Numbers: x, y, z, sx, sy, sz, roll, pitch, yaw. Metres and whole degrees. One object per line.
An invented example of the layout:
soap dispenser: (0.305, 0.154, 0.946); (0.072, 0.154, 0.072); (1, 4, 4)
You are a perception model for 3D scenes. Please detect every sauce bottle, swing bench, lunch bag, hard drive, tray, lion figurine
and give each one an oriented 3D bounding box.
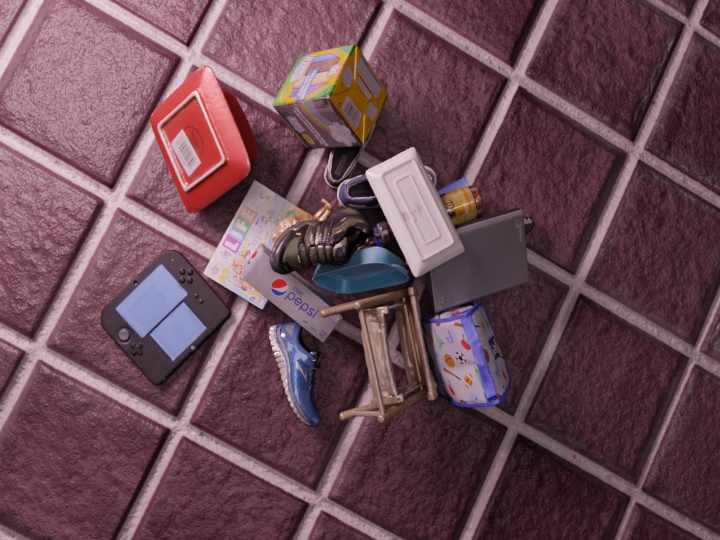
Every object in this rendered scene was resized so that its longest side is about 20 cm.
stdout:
sauce bottle: (0.126, -0.095, 1.054); (0.194, 0.066, 0.068); (-21, 90, -9)
swing bench: (0.052, 0.145, 1.060); (0.195, 0.128, 0.207); (-12, 89, -39)
lunch bag: (0.196, 0.152, 1.077); (0.120, 0.200, 0.176); (-20, 89, -7)
hard drive: (0.211, -0.020, 1.063); (0.193, 0.033, 0.144); (-16, 111, -11)
tray: (0.096, -0.104, 1.001); (0.105, 0.022, 0.205); (-26, 86, -11)
lion figurine: (-0.065, -0.054, 1.104); (0.197, 0.072, 0.124); (34, 95, -30)

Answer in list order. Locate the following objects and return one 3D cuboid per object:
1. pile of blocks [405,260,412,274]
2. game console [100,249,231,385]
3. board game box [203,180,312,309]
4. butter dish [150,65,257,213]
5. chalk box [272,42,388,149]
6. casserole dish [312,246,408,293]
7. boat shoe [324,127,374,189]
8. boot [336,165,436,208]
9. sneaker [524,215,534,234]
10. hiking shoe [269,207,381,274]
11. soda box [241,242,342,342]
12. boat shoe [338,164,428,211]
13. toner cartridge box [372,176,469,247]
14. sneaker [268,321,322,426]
pile of blocks: (0.145, -0.052, 1.128); (0.196, 0.062, 0.085); (-23, 90, -38)
game console: (-0.369, 0.085, 1.101); (0.199, 0.031, 0.178); (-43, 92, -6)
board game box: (-0.196, -0.049, 1.124); (0.132, 0.034, 0.205); (29, 85, -4)
butter dish: (-0.263, -0.240, 1.078); (0.196, 0.147, 0.206); (-24, 92, 34)
chalk box: (-0.070, -0.315, 1.080); (0.124, 0.196, 0.127); (44, 65, -42)
casserole dish: (0.000, 0.000, 1.080); (0.195, 0.120, 0.040); (-12, 65, 34)
boat shoe: (-0.018, -0.261, 1.138); (0.070, 0.068, 0.206); (24, 85, -5)
boot: (0.056, -0.150, 1.062); (0.193, 0.090, 0.076); (-14, 96, -9)
sneaker: (0.275, -0.047, 1.148); (0.196, 0.066, 0.094); (-23, 105, -34)
hiking shoe: (-0.063, -0.046, 1.008); (0.195, 0.100, 0.078); (-28, 122, -17)
soda box: (-0.127, 0.041, 1.082); (0.199, 0.068, 0.064); (41, 94, -19)
boat shoe: (0.053, -0.147, 1.138); (0.194, 0.073, 0.067); (-22, 84, -7)
toner cartridge box: (0.117, -0.110, 1.133); (0.195, 0.095, 0.044); (-29, 92, -6)
sneaker: (-0.107, 0.193, 1.102); (0.086, 0.079, 0.207); (-18, 89, -4)
